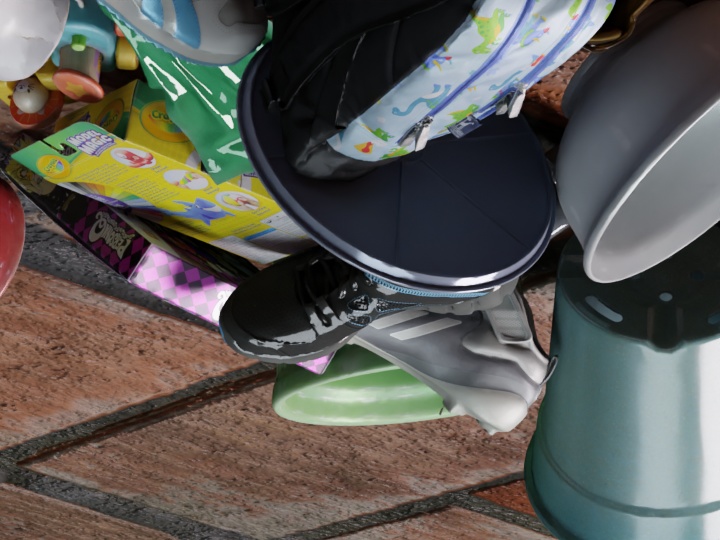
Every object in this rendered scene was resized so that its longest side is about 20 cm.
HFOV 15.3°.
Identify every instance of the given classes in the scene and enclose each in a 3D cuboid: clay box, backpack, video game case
[{"bbox_3d":[-0.112,-0.066,1.725,0.199,0.048,0.115,23,158,-28],"label":"clay box"},{"bbox_3d":[0.042,-0.154,1.438,0.153,0.164,0.200,4,154,-21],"label":"backpack"},{"bbox_3d":[-0.130,-0.011,1.849,0.200,0.036,0.181,28,-173,-44],"label":"video game case"}]

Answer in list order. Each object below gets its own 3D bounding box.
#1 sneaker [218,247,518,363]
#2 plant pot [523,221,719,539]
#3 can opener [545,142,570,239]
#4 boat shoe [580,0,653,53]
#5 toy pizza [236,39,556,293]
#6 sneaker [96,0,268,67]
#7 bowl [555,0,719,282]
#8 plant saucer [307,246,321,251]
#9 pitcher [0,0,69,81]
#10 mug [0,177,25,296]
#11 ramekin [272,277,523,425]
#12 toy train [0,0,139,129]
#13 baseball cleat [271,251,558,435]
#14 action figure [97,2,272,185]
[{"bbox_3d":[0.000,0.000,1.727,0.199,0.074,0.082,-17,154,3],"label":"sneaker"},{"bbox_3d":[0.211,0.071,1.859,0.199,0.201,0.197,3,132,7],"label":"plant pot"},{"bbox_3d":[0.113,-0.062,1.687,0.066,0.053,0.200,-35,-174,9],"label":"can opener"},{"bbox_3d":[0.121,-0.157,1.504,0.072,0.068,0.200,13,158,-19],"label":"boat shoe"},{"bbox_3d":[0.019,-0.062,1.534,0.199,0.201,0.032,14,137,-20],"label":"toy pizza"},{"bbox_3d":[-0.110,-0.180,1.469,0.081,0.077,0.200,-43,137,15],"label":"sneaker"},{"bbox_3d":[0.181,-0.093,1.567,0.201,0.090,0.201,-35,160,-15],"label":"bowl"},{"bbox_3d":[-0.055,-0.050,1.857,0.069,0.019,0.200,12,166,18],"label":"plant saucer"},{"bbox_3d":[-0.269,-0.183,1.492,0.171,0.122,0.200,16,173,15],"label":"pitcher"},{"bbox_3d":[-0.356,-0.047,1.824,0.177,0.134,0.200,-8,152,28],"label":"mug"},{"bbox_3d":[0.030,0.044,1.950,0.199,0.098,0.200,-6,165,-1],"label":"ramekin"},{"bbox_3d":[-0.226,-0.131,1.673,0.150,0.056,0.199,21,154,-36],"label":"toy train"},{"bbox_3d":[0.041,0.023,1.811,0.199,0.107,0.070,34,-173,-5],"label":"baseball cleat"},{"bbox_3d":[-0.094,-0.140,1.593,0.118,0.055,0.200,-29,132,18],"label":"action figure"}]
